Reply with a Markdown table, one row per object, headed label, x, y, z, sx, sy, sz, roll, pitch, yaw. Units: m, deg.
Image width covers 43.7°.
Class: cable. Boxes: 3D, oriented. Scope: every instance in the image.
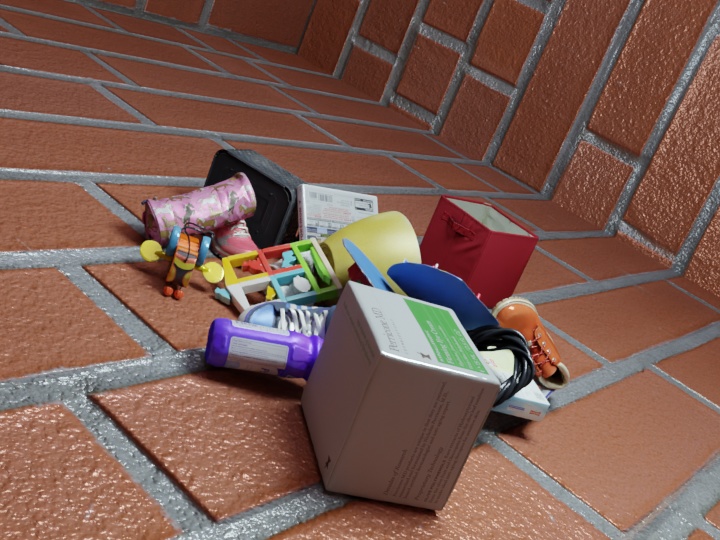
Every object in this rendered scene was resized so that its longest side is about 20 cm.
| label | x | y | z | sx | sy | sz | roll | pitch | yaw |
| --- | --- | --- | --- | --- | --- | --- | --- | --- | --- |
| cable | 0.171 | 0.152 | 1.378 | 0.197 | 0.051 | 0.164 | 0 | 39 | 34 |

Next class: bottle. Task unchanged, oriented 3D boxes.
| label | x | y | z | sx | sy | sz | roll | pitch | yaw |
| --- | --- | --- | --- | --- | --- | --- | --- | --- | --- |
| bottle | -0.114 | 0.114 | 1.243 | 0.196 | 0.067 | 0.083 | 12 | -9 | -15 |

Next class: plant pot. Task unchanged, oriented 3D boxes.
| label | x | y | z | sx | sy | sz | roll | pitch | yaw |
| --- | --- | --- | --- | --- | --- | --- | --- | --- | --- |
| plant pot | 0.000 | 0.000 | 1.569 | 0.140 | 0.203 | 0.200 | -3 | 29 | -25 |

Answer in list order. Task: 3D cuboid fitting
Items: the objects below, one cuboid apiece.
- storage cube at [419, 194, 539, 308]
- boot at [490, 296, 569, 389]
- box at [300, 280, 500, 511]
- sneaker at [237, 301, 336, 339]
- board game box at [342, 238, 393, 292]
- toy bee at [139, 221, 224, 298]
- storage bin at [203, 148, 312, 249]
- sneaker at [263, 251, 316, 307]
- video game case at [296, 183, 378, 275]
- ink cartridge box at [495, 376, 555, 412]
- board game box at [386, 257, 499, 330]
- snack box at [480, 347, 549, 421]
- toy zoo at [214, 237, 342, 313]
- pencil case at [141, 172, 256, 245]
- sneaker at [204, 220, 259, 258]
| label | x | y | z | sx | sy | sz | roll | pitch | yaw |
| --- | --- | --- | --- | --- | --- | --- | --- | --- | --- |
| storage cube | 0.245 | -0.039 | 1.952 | 0.198 | 0.182 | 0.171 | 4 | 27 | -43 |
| boot | 0.296 | 0.126 | 1.535 | 0.200 | 0.075 | 0.108 | 44 | 16 | -38 |
| box | 0.042 | 0.157 | 1.150 | 0.169 | 0.203 | 0.200 | 14 | 21 | -20 |
| sneaker | -0.064 | 0.080 | 1.314 | 0.198 | 0.082 | 0.145 | 12 | -18 | -40 |
| board game box | 0.022 | 0.040 | 1.395 | 0.201 | 0.039 | 0.158 | 54 | 8 | 25 |
| toy bee | -0.285 | -0.013 | 1.401 | 0.129 | 0.111 | 0.200 | 17 | -7 | 7 |
| storage bin | -0.200 | -0.138 | 1.740 | 0.198 | 0.137 | 0.093 | 31 | 20 | 21 |
| sneaker | -0.130 | 0.005 | 1.548 | 0.098 | 0.079 | 0.201 | 15 | 20 | -15 |
| video game case | -0.038 | -0.062 | 1.712 | 0.198 | 0.186 | 0.023 | 5 | -12 | -44 |
| ink cartridge box | 0.236 | 0.182 | 1.567 | 0.198 | 0.041 | 0.199 | 32 | 21 | 19 |
| board game box | 0.140 | 0.031 | 1.437 | 0.156 | 0.039 | 0.200 | 3 | -33 | 47 |
| snack box | 0.219 | 0.164 | 1.477 | 0.114 | 0.038 | 0.201 | 16 | 23 | -22 |
| toy zoo | -0.143 | 0.014 | 1.463 | 0.197 | 0.021 | 0.132 | -13 | 46 | -20 |
| pencil case | -0.276 | -0.107 | 1.547 | 0.197 | 0.083 | 0.088 | -19 | 81 | -26 |
| sneaker | -0.240 | -0.084 | 1.628 | 0.073 | 0.088 | 0.200 | 3 | 28 | -44 |
